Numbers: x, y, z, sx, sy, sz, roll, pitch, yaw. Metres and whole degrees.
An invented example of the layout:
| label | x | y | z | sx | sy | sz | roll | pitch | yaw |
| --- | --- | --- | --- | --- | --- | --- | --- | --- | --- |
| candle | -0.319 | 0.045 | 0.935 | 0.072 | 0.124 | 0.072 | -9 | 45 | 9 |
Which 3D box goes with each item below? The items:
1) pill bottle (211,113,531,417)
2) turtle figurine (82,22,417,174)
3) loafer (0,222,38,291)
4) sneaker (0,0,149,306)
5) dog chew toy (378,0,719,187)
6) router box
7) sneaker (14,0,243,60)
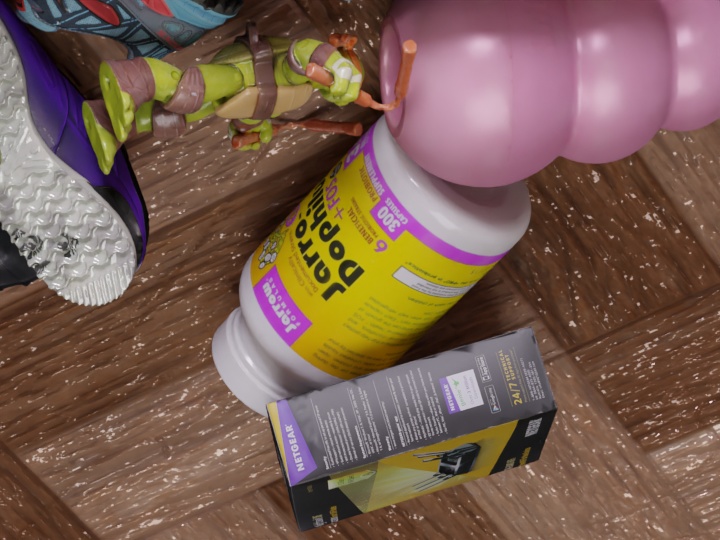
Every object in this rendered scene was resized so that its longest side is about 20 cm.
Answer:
| label | x | y | z | sx | sy | sz | roll | pitch | yaw |
| --- | --- | --- | --- | --- | --- | --- | --- | --- | --- |
| pill bottle | 0.000 | 0.000 | 1.684 | 0.104 | 0.104 | 0.200 | 26 | 127 | -26 |
| turtle figurine | -0.059 | -0.099 | 1.563 | 0.161 | 0.065 | 0.200 | -11 | 177 | -21 |
| loafer | -0.243 | -0.052 | 1.641 | 0.070 | 0.068 | 0.201 | -33 | 132 | 12 |
| sneaker | -0.179 | -0.079 | 1.617 | 0.069 | 0.100 | 0.201 | -27 | 99 | 20 |
| dog chew toy | 0.113 | -0.110 | 1.584 | 0.199 | 0.125 | 0.125 | -4 | 134 | -11 |
| router box | 0.029 | 0.096 | 1.727 | 0.157 | 0.052 | 0.200 | -16 | 168 | -3 |
| sneaker | -0.161 | -0.163 | 1.537 | 0.200 | 0.079 | 0.095 | 32 | 126 | -29 |
